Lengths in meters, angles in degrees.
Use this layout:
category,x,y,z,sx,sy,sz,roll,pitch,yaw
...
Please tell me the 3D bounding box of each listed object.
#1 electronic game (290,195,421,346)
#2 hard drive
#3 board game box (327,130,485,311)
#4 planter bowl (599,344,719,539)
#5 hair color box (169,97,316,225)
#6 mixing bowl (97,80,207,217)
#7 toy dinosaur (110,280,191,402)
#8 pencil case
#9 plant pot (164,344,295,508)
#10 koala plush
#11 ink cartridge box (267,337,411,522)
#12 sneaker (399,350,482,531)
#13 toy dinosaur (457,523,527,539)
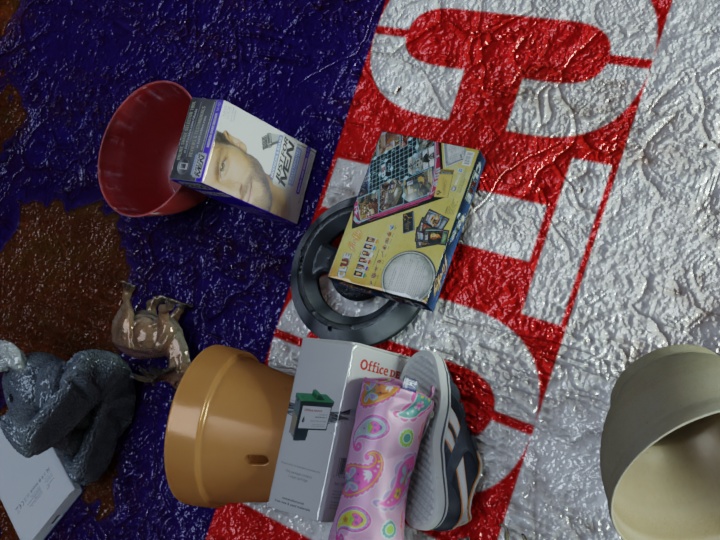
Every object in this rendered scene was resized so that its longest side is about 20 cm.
category,x,y,z,sx,sy,sz,roll,pitch,yaw
electronic game,0.000,0.000,1.308,0.199,0.042,0.201,-8,72,25
hard drive,-0.509,0.308,1.590,0.132,0.025,0.200,-50,56,13
board game box,0.056,-0.063,1.257,0.135,0.035,0.200,15,77,25
planter bowl,0.313,0.155,0.975,0.200,0.200,0.135,-39,32,20
hair color box,-0.148,-0.139,1.350,0.065,0.200,0.110,10,83,37
mixing bowl,-0.272,-0.161,1.499,0.200,0.108,0.201,-10,72,33
toy dinosaur,-0.303,0.098,1.461,0.200,0.086,0.136,17,84,33
pencil case,0.024,0.214,1.119,0.087,0.087,0.201,8,80,36
plant pot,-0.130,0.200,1.267,0.140,0.200,0.201,8,82,18
koala plush,-0.444,0.177,1.501,0.200,0.177,0.184,20,71,37
ink cartridge box,-0.014,0.187,1.205,0.084,0.146,0.201,6,80,37
sneaker,0.089,0.194,1.174,0.078,0.079,0.201,-17,65,45
toy dinosaur,0.131,0.341,1.117,0.200,0.058,0.101,-36,61,22
